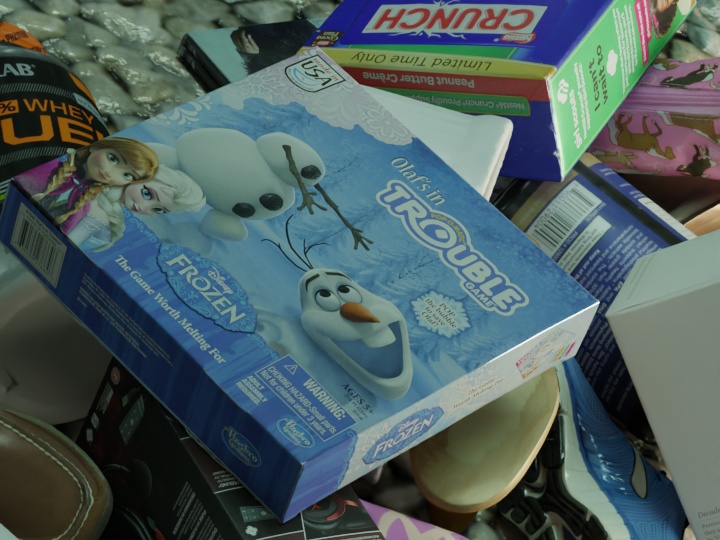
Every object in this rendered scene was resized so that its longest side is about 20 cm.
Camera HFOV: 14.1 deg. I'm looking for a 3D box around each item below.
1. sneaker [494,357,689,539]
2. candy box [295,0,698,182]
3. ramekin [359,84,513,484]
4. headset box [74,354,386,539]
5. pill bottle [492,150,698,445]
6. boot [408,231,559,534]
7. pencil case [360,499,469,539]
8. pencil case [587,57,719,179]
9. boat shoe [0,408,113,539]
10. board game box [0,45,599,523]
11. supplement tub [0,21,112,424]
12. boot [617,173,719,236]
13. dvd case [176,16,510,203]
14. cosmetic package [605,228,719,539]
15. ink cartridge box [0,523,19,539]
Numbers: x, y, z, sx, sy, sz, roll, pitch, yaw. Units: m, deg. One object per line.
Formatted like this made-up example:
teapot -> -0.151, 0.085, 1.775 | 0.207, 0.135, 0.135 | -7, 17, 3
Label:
sneaker -> 0.125, 0.122, 1.547 | 0.089, 0.079, 0.200 | 16, 41, -36
candy box -> 0.080, -0.140, 1.689 | 0.169, 0.077, 0.200 | 7, 40, 29
ramekin -> 0.000, 0.000, 1.504 | 0.097, 0.201, 0.201 | 21, 34, 3
headset box -> -0.059, 0.148, 1.306 | 0.075, 0.149, 0.200 | -6, 47, -36
pill bottle -> 0.161, 0.027, 1.647 | 0.200, 0.112, 0.112 | 40, 36, 16
boot -> 0.056, 0.090, 1.467 | 0.070, 0.144, 0.202 | 13, 41, 2
pencil case -> 0.035, 0.163, 1.407 | 0.199, 0.086, 0.084 | 18, 67, -10
pencil case -> 0.169, -0.094, 1.735 | 0.199, 0.087, 0.083 | 4, 37, 27
boat shoe -> -0.205, 0.080, 1.321 | 0.199, 0.076, 0.072 | 20, -8, 24
board game box -> -0.027, -0.001, 1.331 | 0.199, 0.043, 0.200 | -27, 60, -40
supplement tub -> -0.176, -0.029, 1.480 | 0.122, 0.123, 0.200 | 3, 41, -32
boot -> 0.199, -0.049, 1.806 | 0.200, 0.070, 0.146 | -1, 31, -48
dvd case -> -0.001, -0.082, 1.758 | 0.146, 0.022, 0.200 | -10, 50, -42
cosmetic package -> 0.209, 0.085, 1.524 | 0.201, 0.085, 0.108 | 67, 21, -9
ink cartridge box -> -0.154, 0.206, 1.223 | 0.200, 0.083, 0.147 | 39, 36, 15
